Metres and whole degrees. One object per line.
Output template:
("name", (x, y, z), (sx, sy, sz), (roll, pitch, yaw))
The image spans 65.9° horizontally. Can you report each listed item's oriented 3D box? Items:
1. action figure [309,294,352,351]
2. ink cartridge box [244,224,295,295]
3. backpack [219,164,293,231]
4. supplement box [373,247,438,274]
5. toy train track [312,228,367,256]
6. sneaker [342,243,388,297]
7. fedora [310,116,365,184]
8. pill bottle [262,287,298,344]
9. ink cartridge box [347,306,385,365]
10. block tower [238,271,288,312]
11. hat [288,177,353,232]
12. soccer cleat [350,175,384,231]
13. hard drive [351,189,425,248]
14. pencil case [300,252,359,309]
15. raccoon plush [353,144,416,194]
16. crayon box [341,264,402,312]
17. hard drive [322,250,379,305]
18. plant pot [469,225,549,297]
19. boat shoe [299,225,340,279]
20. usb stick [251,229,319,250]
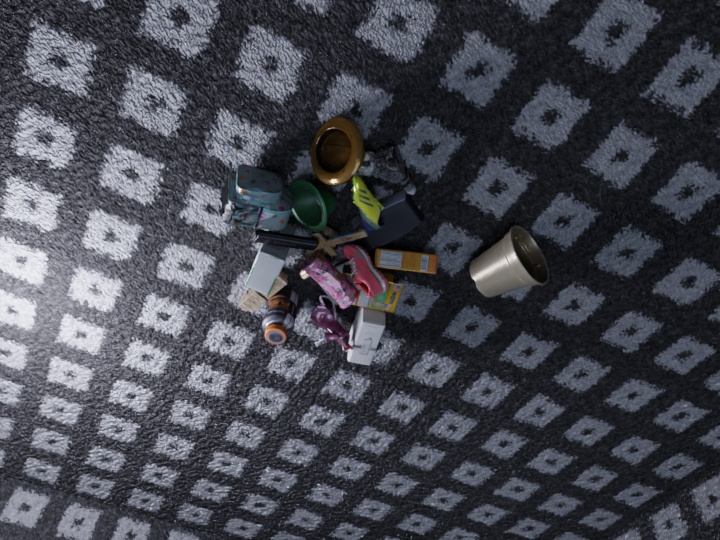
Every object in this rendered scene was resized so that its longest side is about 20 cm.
("action figure", (-0.082, 0.199, 1.907), (0.134, 0.200, 0.149), (6, 120, -51))
("ink cartridge box", (-0.276, -0.045, 1.719), (0.083, 0.200, 0.147), (23, 123, -10))
("backpack", (-0.292, -0.206, 1.615), (0.200, 0.176, 0.153), (17, 123, -25))
("supplement box", (0.143, -0.032, 1.779), (0.200, 0.067, 0.069), (8, 92, -2))
("toy train track", (-0.071, -0.099, 1.697), (0.200, 0.033, 0.115), (-13, 140, 24))
("sneaker", (0.000, 0.000, 1.736), (0.200, 0.087, 0.074), (50, 153, 11))
("fedora", (-0.051, -0.327, 1.545), (0.082, 0.201, 0.201), (3, 138, -49))
("pill bottle", (-0.270, 0.155, 1.864), (0.106, 0.200, 0.106), (1, 127, 1))
("ink cartridge box", (0.020, 0.206, 1.922), (0.083, 0.147, 0.200), (12, 127, -8))
("block tower", (-0.328, 0.067, 1.893), (0.200, 0.058, 0.054), (-36, 117, 27))
("hat", (-0.091, -0.223, 1.688), (0.200, 0.176, 0.166), (20, 129, 42))
("soccer cleat", (0.022, -0.198, 1.618), (0.084, 0.065, 0.200), (-10, 134, 7))
("hard drive", (0.085, -0.151, 1.720), (0.200, 0.042, 0.135), (-28, 120, 21))
("pencil case", (-0.095, 0.031, 1.743), (0.087, 0.083, 0.200), (-39, 109, 16))
("raccoon plush", (0.063, -0.271, 1.608), (0.134, 0.097, 0.200), (-17, 124, 22))
("crayon box", (0.028, 0.061, 1.833), (0.200, 0.052, 0.126), (12, 126, -5))
("hard drive", (-0.033, 0.026, 1.863), (0.200, 0.033, 0.140), (-24, 122, 18))
("plant pot", (0.451, -0.012, 1.734), (0.183, 0.201, 0.200), (-31, 120, 36))
("boat shoe", (-0.144, -0.059, 1.787), (0.064, 0.071, 0.200), (33, 111, -15))
("usb stick", (-0.220, -0.089, 1.638), (0.200, 0.033, 0.055), (7, 158, -28))
